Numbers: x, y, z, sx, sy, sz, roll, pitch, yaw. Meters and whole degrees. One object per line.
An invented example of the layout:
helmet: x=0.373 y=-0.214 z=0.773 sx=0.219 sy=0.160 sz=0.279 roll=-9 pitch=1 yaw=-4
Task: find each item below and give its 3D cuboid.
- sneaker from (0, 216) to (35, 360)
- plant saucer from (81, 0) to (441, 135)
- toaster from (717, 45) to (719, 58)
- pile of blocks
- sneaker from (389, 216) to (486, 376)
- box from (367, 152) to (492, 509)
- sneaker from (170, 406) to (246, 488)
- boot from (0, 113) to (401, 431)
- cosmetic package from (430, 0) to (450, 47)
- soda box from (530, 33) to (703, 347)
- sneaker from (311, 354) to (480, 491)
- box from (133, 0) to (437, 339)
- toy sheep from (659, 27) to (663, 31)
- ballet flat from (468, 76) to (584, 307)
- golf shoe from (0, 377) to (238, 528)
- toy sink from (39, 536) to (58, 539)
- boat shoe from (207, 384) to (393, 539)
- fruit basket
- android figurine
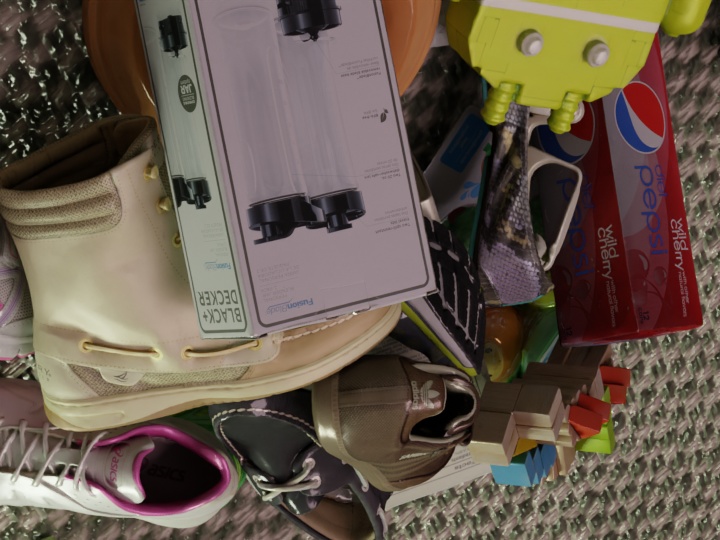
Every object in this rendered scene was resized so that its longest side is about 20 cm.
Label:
sneaker: x=-0.217 y=-0.015 z=1.447 sx=0.200 sy=0.081 sz=0.088 roll=13 pitch=112 yaw=-49
plant saucer: x=-0.049 y=-0.139 z=1.486 sx=0.199 sy=0.038 sz=0.201 roll=-7 pitch=123 yaw=-11
toaster: x=0.350 y=-0.200 z=1.819 sx=0.199 sy=0.119 sz=0.182 roll=-6 pitch=124 yaw=-41
pile of blocks: x=0.125 y=0.096 z=1.671 sx=0.200 sy=0.062 sz=0.083 roll=-24 pitch=116 yaw=-66
sneaker: x=0.000 y=0.000 z=1.561 sx=0.081 sy=0.074 sz=0.200 roll=-23 pitch=131 yaw=33
box: x=0.020 y=0.035 z=1.662 sx=0.095 sy=0.078 sz=0.201 roll=-19 pitch=121 yaw=-2
sneaker: x=-0.090 y=0.113 z=1.669 sx=0.199 sy=0.084 sz=0.074 roll=-15 pitch=129 yaw=-37
boot: x=-0.085 y=-0.011 z=1.448 sx=0.199 sy=0.073 sz=0.156 roll=-14 pitch=117 yaw=-4
cosmetic package: x=0.046 y=-0.229 z=1.539 sx=0.101 sy=0.074 sz=0.201 roll=-12 pitch=129 yaw=-37
soda box: x=0.153 y=-0.057 z=1.696 sx=0.063 sy=0.070 sz=0.201 roll=-4 pitch=84 yaw=-42
sneaker: x=0.036 y=0.087 z=1.544 sx=0.200 sy=0.075 sz=0.071 roll=18 pitch=70 yaw=-71
box: x=-0.040 y=-0.073 z=1.399 sx=0.116 sy=0.060 sz=0.201 roll=-15 pitch=95 yaw=-32
toy sheep: x=0.177 y=-0.225 z=1.617 sx=0.138 sy=0.138 sz=0.201 roll=-32 pitch=141 yaw=-21
ballet flat: x=0.101 y=-0.077 z=1.657 sx=0.072 sy=0.072 sz=0.201 roll=5 pitch=88 yaw=-46
golf shoe: x=-0.162 y=0.100 z=1.539 sx=0.199 sy=0.091 sz=0.076 roll=7 pitch=85 yaw=-15
toy sink: x=-0.157 y=0.275 z=1.710 sx=0.130 sy=0.112 sz=0.200 roll=-48 pitch=141 yaw=-4
boat shoe: x=-0.033 y=0.110 z=1.566 sx=0.200 sy=0.074 sz=0.061 roll=49 pitch=39 yaw=-62
fruit basket: x=0.084 y=0.011 z=1.751 sx=0.200 sy=0.094 sz=0.186 roll=28 pitch=100 yaw=-47
android figurine: x=0.120 y=-0.170 z=1.521 sx=0.181 sy=0.041 sz=0.201 roll=7 pitch=113 yaw=-32
